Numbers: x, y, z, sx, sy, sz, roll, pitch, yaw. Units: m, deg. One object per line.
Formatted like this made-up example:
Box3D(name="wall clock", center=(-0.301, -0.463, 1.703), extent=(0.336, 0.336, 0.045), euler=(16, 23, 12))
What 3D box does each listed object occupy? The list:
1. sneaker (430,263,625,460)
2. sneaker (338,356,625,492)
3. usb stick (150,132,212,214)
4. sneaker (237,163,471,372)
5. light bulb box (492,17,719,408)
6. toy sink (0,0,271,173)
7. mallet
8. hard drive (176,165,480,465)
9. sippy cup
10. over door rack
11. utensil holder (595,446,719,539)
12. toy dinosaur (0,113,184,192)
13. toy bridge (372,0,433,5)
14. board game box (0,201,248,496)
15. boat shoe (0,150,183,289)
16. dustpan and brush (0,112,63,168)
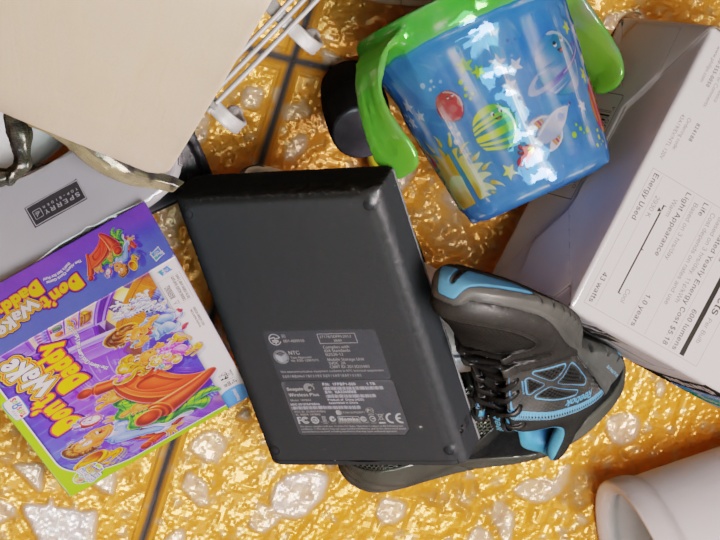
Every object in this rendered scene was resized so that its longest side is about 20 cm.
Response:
Box3D(name="sneaker", center=(0.096, 0.057, 1.623), extent=(0.200, 0.073, 0.082), euler=(35, 80, -53))
Box3D(name="sneaker", center=(0.078, 0.071, 1.730), extent=(0.199, 0.076, 0.114), euler=(-14, 142, -6))
Box3D(name="usb stick", center=(-0.190, -0.036, 1.656), extent=(0.199, 0.033, 0.056), euler=(-24, 107, -5))
Box3D(name="sneaker", center=(0.000, 0.000, 1.661), extent=(0.199, 0.073, 0.071), euler=(23, 146, -1))
Box3D(name="light bulb box", center=(0.226, -0.027, 1.703), extent=(0.200, 0.125, 0.199), euler=(29, 87, -23))
Box3D(name="toy sink", center=(-0.121, -0.163, 1.453), extent=(0.130, 0.112, 0.200), euler=(22, 147, -9))
Box3D(name="mallet", center=(0.022, -0.034, 1.696), extent=(0.041, 0.066, 0.200), euler=(-19, 115, 4))
Box3D(name="hard drive", center=(-0.019, 0.030, 1.634), extent=(0.139, 0.033, 0.200), euler=(-2, 124, 27))
Box3D(name="sippy cup", center=(0.083, -0.104, 1.625), extent=(0.177, 0.140, 0.131), euler=(-24, 89, -5))
Box3D(name="over door rack", center=(-0.094, -0.202, 1.587), extent=(0.200, 0.067, 0.148), euler=(44, 101, -3))
Box3D(name="utensil holder", center=(0.281, 0.188, 1.796), extent=(0.199, 0.170, 0.170), euler=(-19, 114, -10))
Box3D(name="toy dinosaur", center=(-0.199, -0.096, 1.529), extent=(0.088, 0.047, 0.200), euler=(-40, 98, 6))
Box3D(name="toy bridge", center=(0.030, -0.199, 1.657), extent=(0.199, 0.027, 0.067), euler=(3, 109, -16))
Box3D(name="board game box", center=(-0.155, 0.052, 1.631), extent=(0.134, 0.045, 0.200), euler=(-29, 152, -3))
Box3D(name="boat shoe", center=(-0.196, -0.028, 1.591), extent=(0.199, 0.057, 0.069), euler=(-23, 84, -1))
Box3D(name="dustpan and brush", center=(-0.187, -0.116, 1.622), extent=(0.199, 0.057, 0.140), euler=(-5, 105, -7))
